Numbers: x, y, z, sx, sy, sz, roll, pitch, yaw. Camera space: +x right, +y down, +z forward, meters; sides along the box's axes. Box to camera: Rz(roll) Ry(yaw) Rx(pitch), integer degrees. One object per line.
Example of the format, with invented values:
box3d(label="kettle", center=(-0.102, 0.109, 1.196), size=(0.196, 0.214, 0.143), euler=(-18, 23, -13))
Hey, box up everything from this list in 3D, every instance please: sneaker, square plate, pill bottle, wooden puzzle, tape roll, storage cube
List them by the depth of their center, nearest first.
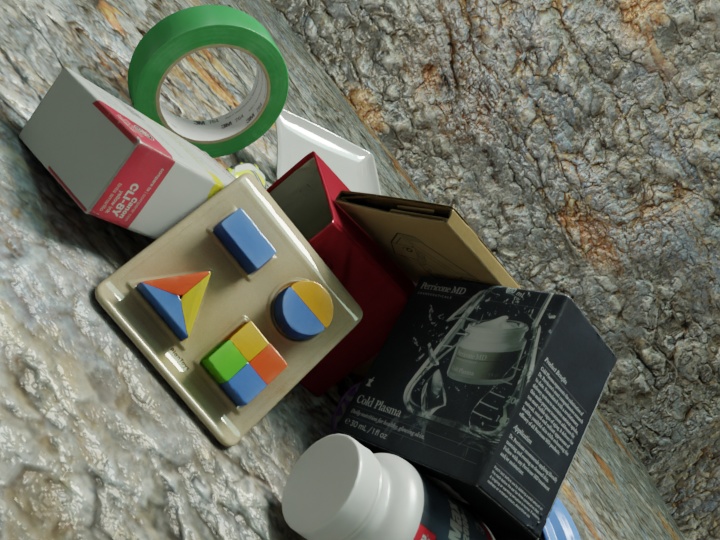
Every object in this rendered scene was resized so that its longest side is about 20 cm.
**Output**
box3d(label="pill bottle", center=(0.027, 0.239, 0.680), size=(0.200, 0.119, 0.120), euler=(44, 17, -30))
box3d(label="wooden puzzle", center=(-0.107, 0.027, 0.686), size=(0.186, 0.046, 0.200), euler=(51, 59, -7))
box3d(label="storage cube", center=(-0.053, 0.006, 0.883), size=(0.180, 0.171, 0.200), euler=(45, 15, -33))
box3d(label="tape roll", center=(-0.193, -0.237, 0.958), size=(0.200, 0.200, 0.048), euler=(35, 22, -50))
box3d(label="sneaker", center=(-0.140, -0.090, 1.031), size=(0.077, 0.075, 0.200), euler=(55, 15, 18))
box3d(label="square plate", center=(-0.054, -0.158, 1.191), size=(0.199, 0.028, 0.199), euler=(22, 39, -28))

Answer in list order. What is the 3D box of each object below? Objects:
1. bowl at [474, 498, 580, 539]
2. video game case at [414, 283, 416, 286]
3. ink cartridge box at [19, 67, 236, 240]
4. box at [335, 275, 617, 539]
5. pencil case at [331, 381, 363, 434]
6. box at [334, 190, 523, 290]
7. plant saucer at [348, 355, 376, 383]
box3d(label="bowl", center=(0.144, 0.310, 0.746), size=(0.039, 0.201, 0.201), euler=(14, 32, -24))
box3d(label="video game case", center=(0.000, 0.000, 1.016), size=(0.200, 0.143, 0.017), euler=(41, 13, 35))
box3d(label="ink cartridge box", center=(-0.207, -0.094, 0.744), size=(0.145, 0.084, 0.200), euler=(40, 7, 30))
box3d(label="box", center=(0.115, 0.126, 0.753), size=(0.199, 0.197, 0.124), euler=(7, -32, 50))
box3d(label="pencil case", center=(0.051, 0.205, 0.902), size=(0.085, 0.084, 0.200), euler=(14, -18, 47))
box3d(label="box", center=(0.083, -0.013, 0.797), size=(0.163, 0.021, 0.200), euler=(15, -21, 47))
box3d(label="plant saucer", center=(0.056, 0.156, 0.972), size=(0.199, 0.038, 0.200), euler=(30, -13, 8))
